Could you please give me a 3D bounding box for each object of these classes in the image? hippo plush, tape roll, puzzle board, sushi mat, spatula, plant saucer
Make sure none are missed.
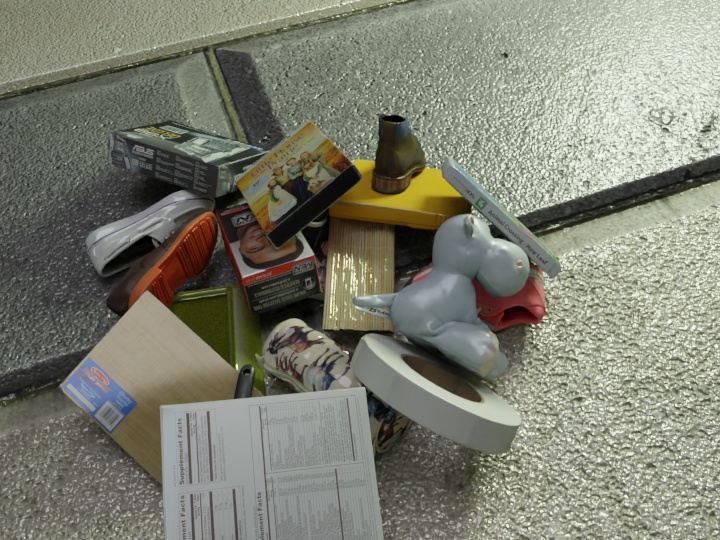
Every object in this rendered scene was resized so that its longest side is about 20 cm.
[{"bbox_3d":[0.113,0.019,0.935,0.197,0.159,0.164,28,85,4],"label":"hippo plush"},{"bbox_3d":[0.083,0.134,0.866,0.200,0.202,0.038,30,98,25],"label":"tape roll"},{"bbox_3d":[-0.230,0.145,0.916,0.199,0.017,0.151,40,74,6],"label":"puzzle board"},{"bbox_3d":[0.000,0.000,1.045,0.093,0.012,0.204,0,50,3],"label":"sushi mat"},{"bbox_3d":[-0.142,0.200,0.876,0.055,0.021,0.205,3,63,6],"label":"spatula"},{"bbox_3d":[-0.226,0.097,0.998,0.194,0.049,0.203,-8,49,-4],"label":"plant saucer"}]

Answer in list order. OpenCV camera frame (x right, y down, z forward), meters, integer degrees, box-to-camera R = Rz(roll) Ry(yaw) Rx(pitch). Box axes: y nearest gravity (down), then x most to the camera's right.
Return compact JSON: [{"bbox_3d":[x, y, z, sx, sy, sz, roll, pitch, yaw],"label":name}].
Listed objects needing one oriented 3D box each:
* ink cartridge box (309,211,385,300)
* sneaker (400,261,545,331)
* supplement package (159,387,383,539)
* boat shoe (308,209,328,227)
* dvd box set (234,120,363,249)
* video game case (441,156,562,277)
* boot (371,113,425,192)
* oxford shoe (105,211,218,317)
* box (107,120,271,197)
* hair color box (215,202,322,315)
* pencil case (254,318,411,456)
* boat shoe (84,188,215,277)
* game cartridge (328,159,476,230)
[{"bbox_3d":[-0.011,-0.041,1.113,0.097,0.040,0.203,8,49,11],"label":"ink cartridge box"},{"bbox_3d":[0.149,0.038,1.012,0.194,0.075,0.088,-4,50,-1],"label":"sneaker"},{"bbox_3d":[-0.093,0.214,0.772,0.194,0.152,0.155,-3,70,-13],"label":"supplement package"},{"bbox_3d":[-0.068,-0.127,1.125,0.074,0.061,0.201,23,25,-13],"label":"boat shoe"},{"bbox_3d":[-0.090,-0.124,1.058,0.145,0.030,0.201,-38,33,1],"label":"dvd box set"},{"bbox_3d":[0.176,-0.076,1.011,0.181,0.022,0.200,42,12,-3],"label":"video game case"},{"bbox_3d":[0.063,-0.195,1.156,0.073,0.099,0.201,8,28,8],"label":"boot"},{"bbox_3d":[-0.258,-0.014,1.028,0.071,0.073,0.201,9,41,24],"label":"oxford shoe"},{"bbox_3d":[-0.259,-0.174,1.190,0.196,0.051,0.157,18,22,18],"label":"box"},{"bbox_3d":[-0.128,-0.028,1.058,0.099,0.063,0.201,-18,34,-12],"label":"hair color box"},{"bbox_3d":[-0.031,0.135,0.933,0.197,0.079,0.089,30,39,25],"label":"pencil case"},{"bbox_3d":[-0.294,-0.050,1.124,0.197,0.074,0.066,-28,63,-12],"label":"boat shoe"},{"bbox_3d":[0.067,-0.110,1.136,0.195,0.033,0.177,10,28,9],"label":"game cartridge"}]
